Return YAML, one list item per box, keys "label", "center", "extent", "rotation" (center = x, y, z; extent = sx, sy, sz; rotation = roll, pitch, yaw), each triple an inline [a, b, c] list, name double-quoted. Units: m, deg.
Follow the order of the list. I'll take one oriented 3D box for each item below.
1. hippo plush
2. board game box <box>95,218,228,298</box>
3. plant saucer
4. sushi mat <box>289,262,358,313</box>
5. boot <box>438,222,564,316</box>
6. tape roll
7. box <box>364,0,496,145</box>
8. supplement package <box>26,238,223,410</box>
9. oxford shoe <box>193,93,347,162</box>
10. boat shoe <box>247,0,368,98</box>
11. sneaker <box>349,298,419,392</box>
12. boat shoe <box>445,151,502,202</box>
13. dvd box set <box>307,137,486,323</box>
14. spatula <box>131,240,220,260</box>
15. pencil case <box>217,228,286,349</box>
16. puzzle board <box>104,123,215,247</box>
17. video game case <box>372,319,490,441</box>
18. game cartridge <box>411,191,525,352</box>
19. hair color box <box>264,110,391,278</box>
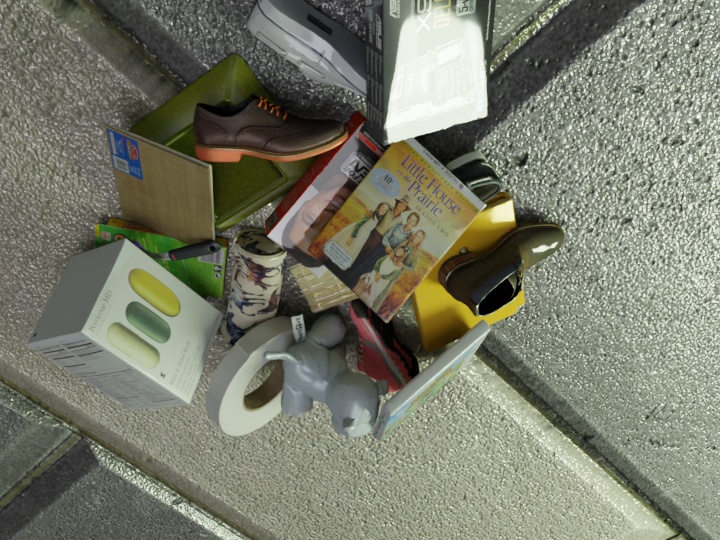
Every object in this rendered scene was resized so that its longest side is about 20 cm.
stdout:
- label: "hippo plush"
  center: [-0.028, 0.158, 1.176]
  extent: [0.158, 0.160, 0.202]
  rotation: [27, 149, 21]
- label: "board game box"
  center: [-0.301, -0.019, 1.178]
  extent: [0.194, 0.030, 0.097]
  rotation: [9, 125, -7]
- label: "plant saucer"
  center: [-0.185, -0.154, 1.062]
  extent: [0.197, 0.048, 0.201]
  rotation: [-28, 120, 21]
- label: "sushi mat"
  center: [0.000, 0.000, 1.140]
  extent: [0.196, 0.012, 0.097]
  rotation: [-18, 123, 17]
- label: "boot"
  center: [0.214, 0.003, 1.081]
  extent: [0.196, 0.097, 0.076]
  rotation: [-23, 126, -8]
- label: "tape roll"
  center: [-0.153, 0.165, 1.213]
  extent: [0.037, 0.201, 0.206]
  rotation: [36, 131, 28]
- label: "box"
  center: [0.082, -0.267, 0.925]
  extent: [0.154, 0.050, 0.204]
  rotation: [-18, 129, -22]
- label: "supplement package"
  center: [-0.336, 0.085, 1.132]
  extent: [0.148, 0.155, 0.200]
  rotation: [-12, 139, 38]
- label: "oxford shoe"
  center: [-0.113, -0.181, 0.975]
  extent: [0.194, 0.072, 0.074]
  rotation: [-4, 116, -5]
- label: "boat shoe"
  center: [-0.049, -0.269, 0.968]
  extent: [0.198, 0.074, 0.065]
  rotation: [36, 132, -14]
- label: "sneaker"
  center: [0.021, 0.129, 1.240]
  extent: [0.085, 0.075, 0.202]
  rotation: [-22, 122, 19]
- label: "boat shoe"
  center: [0.097, -0.086, 1.042]
  extent: [0.198, 0.061, 0.076]
  rotation: [-34, 149, 0]
- label: "dvd box set"
  center: [0.046, -0.056, 1.006]
  extent: [0.146, 0.029, 0.201]
  rotation: [41, 100, 0]
- label: "spatula"
  center: [-0.286, -0.023, 1.135]
  extent: [0.195, 0.021, 0.057]
  rotation: [-6, 126, 24]
- label: "pencil case"
  center: [-0.164, 0.031, 1.175]
  extent: [0.087, 0.079, 0.204]
  rotation: [0, 128, -19]
- label: "puzzle board"
  center: [-0.266, -0.108, 1.061]
  extent: [0.148, 0.018, 0.201]
  rotation: [23, 148, 5]
- label: "video game case"
  center: [0.103, 0.170, 1.174]
  extent: [0.022, 0.198, 0.183]
  rotation: [47, 162, 15]
- label: "game cartridge"
  center: [0.152, 0.005, 1.136]
  extent: [0.173, 0.033, 0.203]
  rotation: [-22, 127, -9]
- label: "hair color box"
  center: [-0.030, -0.101, 1.052]
  extent: [0.101, 0.062, 0.201]
  rotation: [37, 103, -23]
